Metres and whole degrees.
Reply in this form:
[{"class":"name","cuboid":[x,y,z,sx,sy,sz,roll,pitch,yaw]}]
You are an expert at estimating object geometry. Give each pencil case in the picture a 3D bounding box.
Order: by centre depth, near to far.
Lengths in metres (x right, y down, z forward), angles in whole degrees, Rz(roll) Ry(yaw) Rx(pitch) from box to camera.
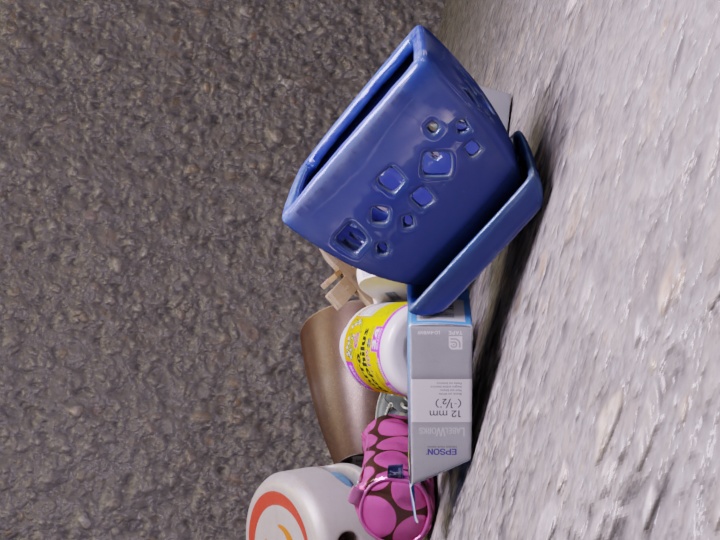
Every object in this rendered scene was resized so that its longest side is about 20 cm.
[{"class":"pencil case","cuboid":[0.036,0.226,1.355,0.200,0.093,0.092,-79,1,-79]}]

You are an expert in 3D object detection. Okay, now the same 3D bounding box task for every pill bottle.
[{"class":"pill bottle","cuboid":[0.041,0.088,1.370,0.200,0.103,0.105,173,112,-71]}]

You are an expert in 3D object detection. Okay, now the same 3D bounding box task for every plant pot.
[{"class":"plant pot","cuboid":[0.059,-0.088,1.142,0.200,0.179,0.200,-47,11,16]},{"class":"plant pot","cuboid":[0.010,0.173,1.641,0.187,0.185,0.201,107,165,-55]}]

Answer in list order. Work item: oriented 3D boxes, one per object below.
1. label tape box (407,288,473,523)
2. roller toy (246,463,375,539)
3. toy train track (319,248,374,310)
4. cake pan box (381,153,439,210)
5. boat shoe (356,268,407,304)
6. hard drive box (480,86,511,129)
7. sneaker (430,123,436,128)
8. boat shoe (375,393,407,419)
[{"class":"label tape box","cuboid":[0.077,0.124,1.191,0.143,0.065,0.202,-82,-10,-74]},{"class":"roller toy","cuboid":[-0.044,0.341,1.525,0.183,0.139,0.201,-49,54,42]},{"class":"toy train track","cuboid":[0.000,0.000,1.545,0.032,0.115,0.200,-39,5,35]},{"class":"cake pan box","cuboid":[0.053,-0.083,1.408,0.052,0.199,0.185,-49,-8,-29]},{"class":"boat shoe","cuboid":[0.035,0.005,1.431,0.200,0.071,0.069,38,-134,-65]},{"class":"hard drive box","cuboid":[0.122,-0.108,1.527,0.201,0.076,0.157,105,178,-48]},{"class":"sneaker","cuboid":[0.119,-0.354,2.514,0.200,0.139,0.078,122,162,-83]},{"class":"boat shoe","cuboid":[0.064,0.146,1.471,0.062,0.072,0.202,-60,-11,-83]}]
